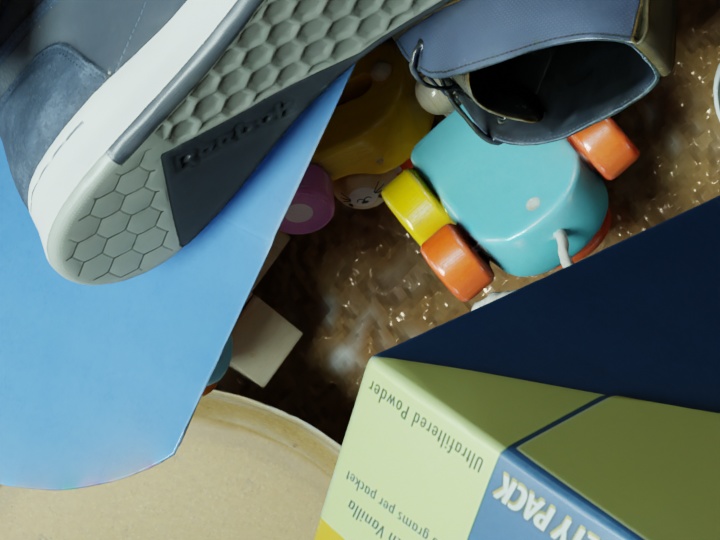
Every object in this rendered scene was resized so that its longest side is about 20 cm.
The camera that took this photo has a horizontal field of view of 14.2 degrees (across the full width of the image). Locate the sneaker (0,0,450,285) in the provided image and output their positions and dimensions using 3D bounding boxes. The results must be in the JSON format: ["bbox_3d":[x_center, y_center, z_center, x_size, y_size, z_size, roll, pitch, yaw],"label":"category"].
[{"bbox_3d":[-0.042,-0.115,0.811,0.202,0.077,0.146,-41,57,15],"label":"sneaker"}]

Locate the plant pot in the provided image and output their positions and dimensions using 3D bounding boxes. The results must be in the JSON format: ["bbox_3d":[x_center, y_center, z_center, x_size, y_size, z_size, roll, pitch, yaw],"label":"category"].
[{"bbox_3d":[-0.065,0.131,0.986,0.199,0.028,0.201,1,106,4],"label":"plant pot"}]

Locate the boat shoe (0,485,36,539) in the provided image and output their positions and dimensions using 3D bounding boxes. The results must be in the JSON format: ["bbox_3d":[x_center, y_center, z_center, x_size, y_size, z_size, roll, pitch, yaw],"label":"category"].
[{"bbox_3d":[-0.125,0.098,1.054,0.093,0.074,0.201,15,109,48],"label":"boat shoe"}]

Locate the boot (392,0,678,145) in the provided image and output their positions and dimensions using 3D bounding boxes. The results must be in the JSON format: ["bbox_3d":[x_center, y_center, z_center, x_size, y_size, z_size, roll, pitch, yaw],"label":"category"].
[{"bbox_3d":[0.016,-0.080,0.843,0.199,0.075,0.097,-19,51,38],"label":"boot"}]

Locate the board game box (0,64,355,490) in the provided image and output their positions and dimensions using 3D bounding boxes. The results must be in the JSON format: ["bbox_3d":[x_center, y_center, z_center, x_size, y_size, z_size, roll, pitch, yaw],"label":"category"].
[{"bbox_3d":[-0.073,-0.030,0.878,0.158,0.039,0.201,25,90,36],"label":"board game box"}]

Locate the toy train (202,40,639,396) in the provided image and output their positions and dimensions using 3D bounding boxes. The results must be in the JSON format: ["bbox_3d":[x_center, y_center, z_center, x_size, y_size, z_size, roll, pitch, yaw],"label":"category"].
[{"bbox_3d":[0.000,0.000,0.892,0.199,0.056,0.151,2,61,38],"label":"toy train"}]

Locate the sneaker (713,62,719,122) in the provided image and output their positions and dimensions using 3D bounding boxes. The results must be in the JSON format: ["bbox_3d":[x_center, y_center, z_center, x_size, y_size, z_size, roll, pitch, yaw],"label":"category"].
[{"bbox_3d":[0.158,-0.050,0.749,0.199,0.099,0.071,-3,104,42],"label":"sneaker"}]

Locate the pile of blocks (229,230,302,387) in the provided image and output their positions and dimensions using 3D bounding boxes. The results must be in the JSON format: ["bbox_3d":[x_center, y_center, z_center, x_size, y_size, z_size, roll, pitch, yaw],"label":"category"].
[{"bbox_3d":[-0.092,-0.036,1.000,0.200,0.082,0.062,35,82,16],"label":"pile of blocks"}]

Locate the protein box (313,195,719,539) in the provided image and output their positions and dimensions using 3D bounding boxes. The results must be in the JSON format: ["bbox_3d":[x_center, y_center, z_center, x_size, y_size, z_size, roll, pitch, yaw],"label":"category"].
[{"bbox_3d":[0.084,0.111,0.796,0.135,0.198,0.201,34,124,27],"label":"protein box"}]
